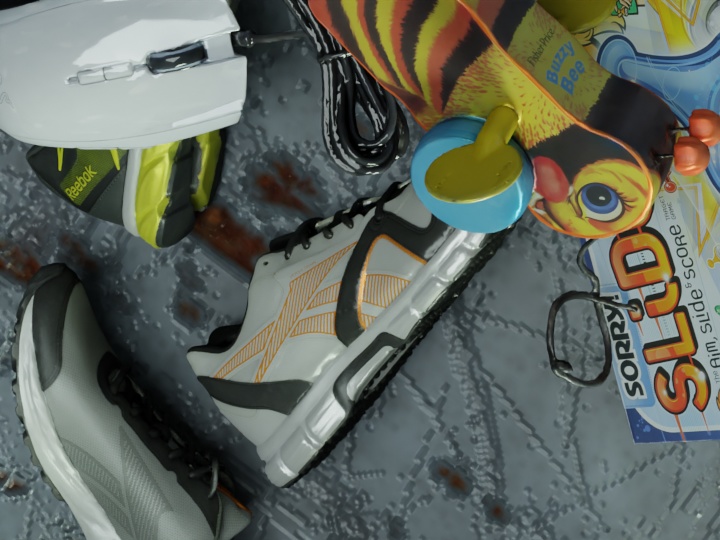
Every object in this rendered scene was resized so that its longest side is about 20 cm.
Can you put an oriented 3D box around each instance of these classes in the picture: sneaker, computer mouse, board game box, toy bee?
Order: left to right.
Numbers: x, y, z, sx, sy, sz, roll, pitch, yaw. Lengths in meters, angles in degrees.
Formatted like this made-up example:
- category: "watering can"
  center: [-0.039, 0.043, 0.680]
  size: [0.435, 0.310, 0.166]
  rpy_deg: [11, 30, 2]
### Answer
- category: "sneaker"
  center: [-0.099, -0.110, 1.067]
  size: [0.084, 0.074, 0.201]
  rpy_deg: [14, 106, 16]
- category: "sneaker"
  center: [-0.096, 0.087, 1.120]
  size: [0.079, 0.074, 0.201]
  rpy_deg: [-19, 102, 12]
- category: "computer mouse"
  center: [-0.082, -0.082, 1.009]
  size: [0.199, 0.044, 0.110]
  rpy_deg: [-7, 107, 28]
- category: "sneaker"
  center: [0.000, 0.000, 1.061]
  size: [0.080, 0.074, 0.200]
  rpy_deg: [43, 111, 7]
- category: "toy bee"
  center: [0.078, -0.059, 0.951]
  size: [0.108, 0.132, 0.200]
  rpy_deg: [-19, 139, 39]
- category: "board game box"
  center: [0.141, -0.034, 0.996]
  size: [0.135, 0.034, 0.201]
  rpy_deg: [-8, 100, 49]
